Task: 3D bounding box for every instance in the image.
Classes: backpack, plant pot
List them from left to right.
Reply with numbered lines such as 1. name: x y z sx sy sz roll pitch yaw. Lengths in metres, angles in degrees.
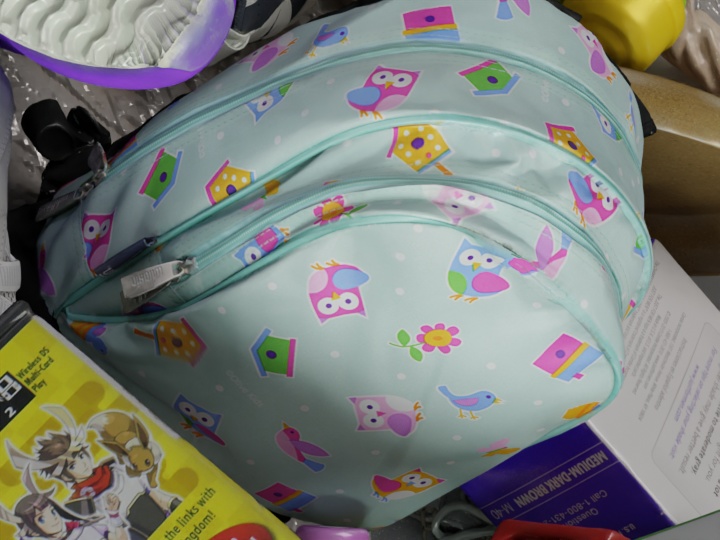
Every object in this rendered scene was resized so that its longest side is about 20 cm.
1. backpack: 0.000 0.000 0.745 0.167 0.200 0.127 33 43 -35
2. plant pot: 0.074 -0.039 0.872 0.200 0.200 0.028 23 72 -42

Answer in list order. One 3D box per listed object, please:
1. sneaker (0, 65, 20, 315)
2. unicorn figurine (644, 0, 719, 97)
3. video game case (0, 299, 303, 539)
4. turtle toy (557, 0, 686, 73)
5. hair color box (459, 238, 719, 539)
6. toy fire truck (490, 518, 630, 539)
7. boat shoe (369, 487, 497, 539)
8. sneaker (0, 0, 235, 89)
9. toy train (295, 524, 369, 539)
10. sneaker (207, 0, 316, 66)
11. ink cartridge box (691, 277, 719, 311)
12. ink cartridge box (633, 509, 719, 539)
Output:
1. sneaker: -0.127 0.027 0.693 0.082 0.075 0.200 35 52 -45
2. unicorn figurine: 0.088 -0.053 0.971 0.137 0.200 0.074 27 71 -19
3. video game case: -0.081 0.132 0.580 0.181 0.026 0.200 40 62 7
4. turtle toy: 0.062 -0.154 0.859 0.146 0.200 0.101 -50 133 -29
5. hair color box: 0.131 0.100 0.844 0.200 0.065 0.109 47 37 -11
6. toy fire truck: 0.067 0.194 0.755 0.141 0.049 0.200 37 65 -37
7. boat shoe: 0.049 0.069 0.875 0.074 0.065 0.202 44 39 -21
8. sneaker: -0.087 -0.094 0.741 0.099 0.200 0.070 34 87 -46
9. toy train: -0.015 0.163 0.745 0.200 0.056 0.150 41 61 -39
10. sneaker: -0.089 -0.155 0.848 0.199 0.079 0.130 60 25 -18
11. ink cartridge box: 0.260 0.047 1.088 0.200 0.144 0.085 39 39 -28
12. ink cartridge box: 0.111 0.180 0.705 0.146 0.084 0.200 -13 99 -40
